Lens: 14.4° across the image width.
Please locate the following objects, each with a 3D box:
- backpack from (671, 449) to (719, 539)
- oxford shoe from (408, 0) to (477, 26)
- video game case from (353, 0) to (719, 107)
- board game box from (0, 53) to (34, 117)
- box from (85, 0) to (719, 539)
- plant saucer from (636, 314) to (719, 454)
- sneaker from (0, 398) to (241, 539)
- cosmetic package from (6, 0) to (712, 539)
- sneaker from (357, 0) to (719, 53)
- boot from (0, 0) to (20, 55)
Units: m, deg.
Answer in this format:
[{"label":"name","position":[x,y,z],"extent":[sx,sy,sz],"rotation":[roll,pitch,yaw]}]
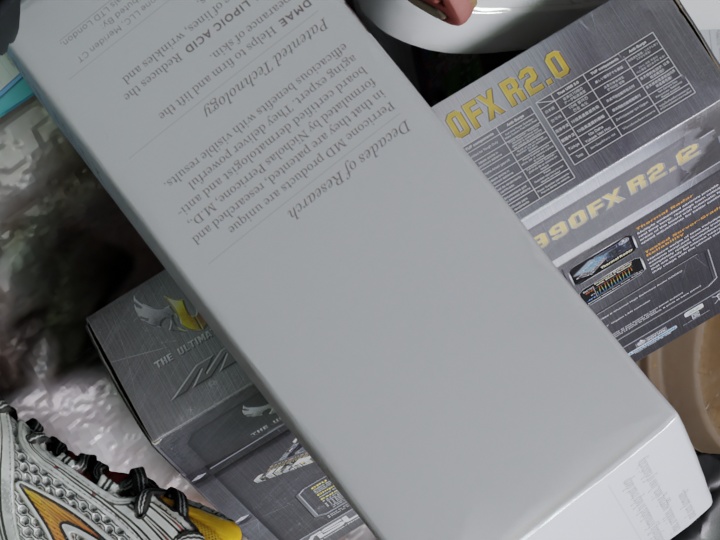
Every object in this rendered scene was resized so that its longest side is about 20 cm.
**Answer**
[{"label":"backpack","position":[0.058,0.169,1.043],"extent":[0.200,0.153,0.163],"rotation":[-56,144,-26]},{"label":"oxford shoe","position":[0.005,-0.148,0.747],"extent":[0.075,0.070,0.200],"rotation":[-43,138,-16]},{"label":"video game case","position":[0.077,-0.115,0.934],"extent":[0.182,0.023,0.201],"rotation":[-32,135,-19]},{"label":"board game box","position":[-0.103,-0.122,0.760],"extent":[0.200,0.047,0.151],"rotation":[-35,136,-16]},{"label":"box","position":[0.029,0.008,0.890],"extent":[0.199,0.048,0.158],"rotation":[-32,156,2]},{"label":"plant saucer","position":[0.185,-0.003,1.097],"extent":[0.199,0.029,0.201],"rotation":[-21,129,-28]},{"label":"sneaker","position":[-0.078,0.081,0.835],"extent":[0.082,0.200,0.078],"rotation":[-36,178,7]},{"label":"cosmetic package","position":[0.000,0.000,0.756],"extent":[0.081,0.200,0.113],"rotation":[-39,162,-1]},{"label":"sneaker","position":[0.097,-0.137,0.864],"extent":[0.199,0.074,0.116],"rotation":[-14,130,-31]},{"label":"boot","position":[-0.129,-0.088,0.627],"extent":[0.198,0.073,0.163],"rotation":[-54,159,-45]}]
